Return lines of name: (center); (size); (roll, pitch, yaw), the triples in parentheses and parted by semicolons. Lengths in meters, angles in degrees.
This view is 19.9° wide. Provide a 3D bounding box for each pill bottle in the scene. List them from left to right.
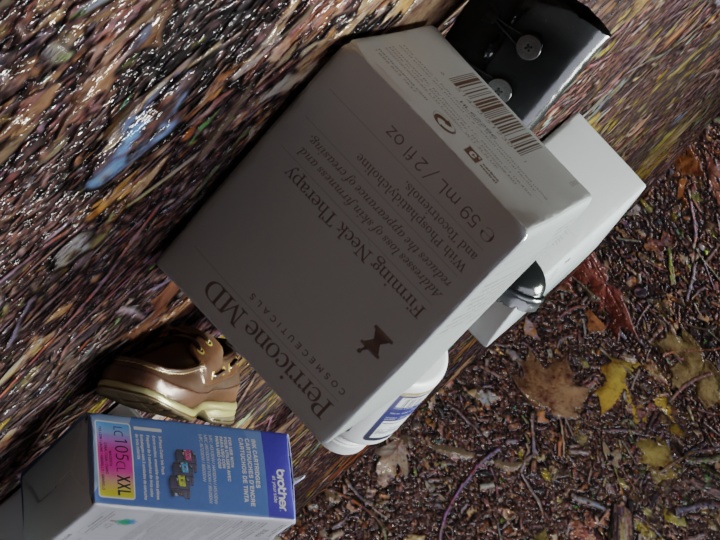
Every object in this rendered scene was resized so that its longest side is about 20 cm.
pill bottle: (0.014, 0.137, 2.437); (0.111, 0.111, 0.200); (-36, 170, -41)

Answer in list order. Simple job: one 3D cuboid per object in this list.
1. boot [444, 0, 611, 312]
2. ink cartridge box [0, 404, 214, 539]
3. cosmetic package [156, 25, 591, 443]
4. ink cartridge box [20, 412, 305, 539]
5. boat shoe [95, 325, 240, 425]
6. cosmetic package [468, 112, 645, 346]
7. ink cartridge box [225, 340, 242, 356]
boot: (0.109, -0.093, 1.426); (0.201, 0.164, 0.066); (-55, -176, 13)
ink cartridge box: (-0.215, 0.179, 1.657); (0.200, 0.067, 0.116); (-40, 171, -19)
cosmetic package: (0.013, -0.028, 1.340); (0.200, 0.167, 0.166); (-47, 172, 22)
ink cartridge box: (-0.138, 0.172, 1.539); (0.198, 0.077, 0.136); (11, 151, -29)
boat shoe: (-0.139, 0.073, 1.526); (0.200, 0.071, 0.068); (20, 83, -74)
cosmetic package: (0.195, -0.044, 2.348); (0.200, 0.123, 0.200); (-41, 172, -22)
ink cartridge box: (-0.025, -0.014, 1.640); (0.201, 0.043, 0.196); (-58, 172, 0)
